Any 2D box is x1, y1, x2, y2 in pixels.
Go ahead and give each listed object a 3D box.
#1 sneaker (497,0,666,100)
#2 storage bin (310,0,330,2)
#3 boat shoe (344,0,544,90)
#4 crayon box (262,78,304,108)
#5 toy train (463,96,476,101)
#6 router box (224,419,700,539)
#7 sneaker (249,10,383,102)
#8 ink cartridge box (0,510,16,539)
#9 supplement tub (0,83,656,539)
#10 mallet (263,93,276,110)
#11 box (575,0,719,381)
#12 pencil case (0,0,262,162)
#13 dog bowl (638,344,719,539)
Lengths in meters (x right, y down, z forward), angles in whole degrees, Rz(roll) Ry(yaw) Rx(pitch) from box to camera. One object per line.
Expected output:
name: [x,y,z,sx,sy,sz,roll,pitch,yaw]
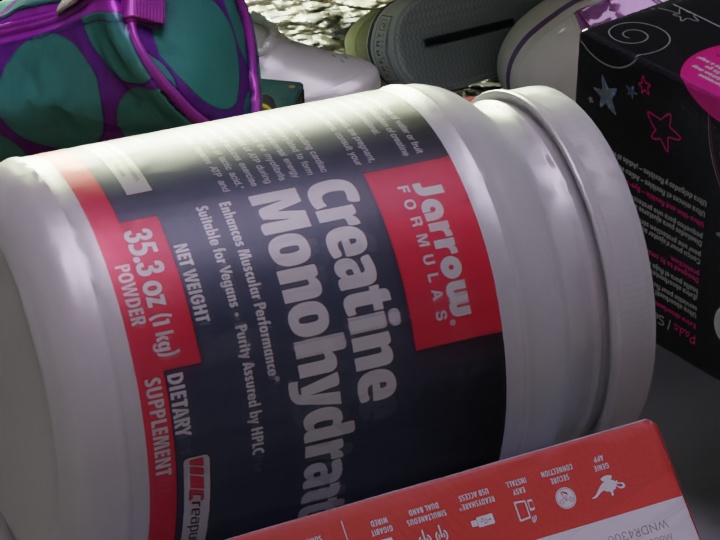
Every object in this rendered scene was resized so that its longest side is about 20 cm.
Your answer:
sneaker: [0.171,-0.090,1.324,0.200,0.073,0.114,-6,34,-11]
storage bin: [0.038,-0.200,1.363,0.199,0.094,0.199,-10,0,15]
boat shoe: [0.085,-0.130,1.389,0.199,0.072,0.062,-9,14,-28]
crayon box: [-0.099,-0.018,1.208,0.118,0.058,0.200,5,31,8]
toy train: [0.069,-0.036,1.187,0.200,0.056,0.150,26,8,39]
router box: [0.026,0.156,0.822,0.199,0.049,0.180,-14,74,-23]
sneaker: [-0.086,-0.103,1.326,0.199,0.087,0.075,8,29,11]
ink cartridge box: [-0.044,0.119,0.950,0.145,0.084,0.200,-13,32,-22]
supplement tub: [-0.021,0.017,0.900,0.199,0.141,0.140,-12,33,-21]
mallet: [0.000,0.000,1.144,0.066,0.041,0.200,-5,50,-18]
box: [0.188,-0.019,1.004,0.132,0.115,0.200,-21,38,-34]
pencil case: [-0.136,-0.077,1.128,0.199,0.092,0.085,-11,48,35]
dog bowl: [0.158,0.098,0.994,0.199,0.079,0.200,0,30,0]
